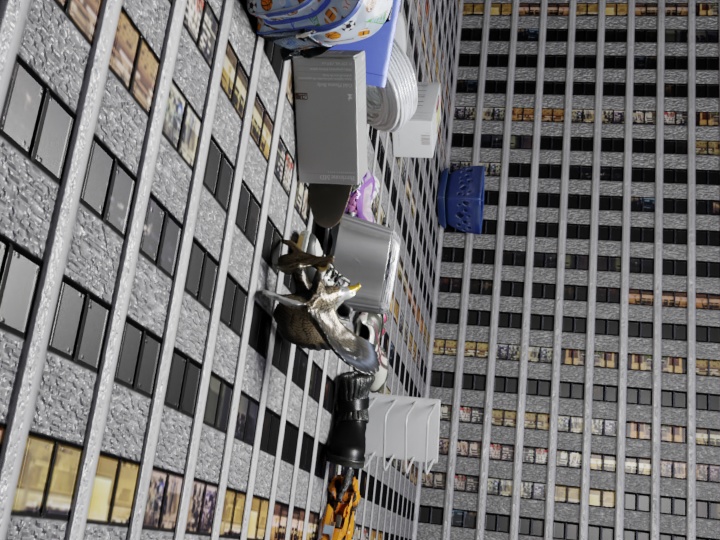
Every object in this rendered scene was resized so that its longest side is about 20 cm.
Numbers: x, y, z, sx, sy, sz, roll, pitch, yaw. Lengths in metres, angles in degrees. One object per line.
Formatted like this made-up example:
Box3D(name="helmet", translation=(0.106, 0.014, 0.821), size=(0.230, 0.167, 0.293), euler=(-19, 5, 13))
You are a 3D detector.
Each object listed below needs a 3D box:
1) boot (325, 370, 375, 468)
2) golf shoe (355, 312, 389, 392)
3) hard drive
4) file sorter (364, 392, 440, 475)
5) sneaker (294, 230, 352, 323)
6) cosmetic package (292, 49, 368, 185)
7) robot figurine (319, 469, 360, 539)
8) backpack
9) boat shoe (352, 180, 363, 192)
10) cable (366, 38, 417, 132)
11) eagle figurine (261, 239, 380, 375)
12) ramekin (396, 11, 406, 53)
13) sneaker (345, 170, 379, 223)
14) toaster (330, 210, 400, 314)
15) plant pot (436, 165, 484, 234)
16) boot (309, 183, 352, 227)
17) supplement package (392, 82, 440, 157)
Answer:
Box3D(name="boot", translation=(-0.018, 0.290, 1.739), size=(0.211, 0.078, 0.161), euler=(-82, 180, -83))
Box3D(name="golf shoe", translation=(0.015, 0.181, 1.958), size=(0.088, 0.076, 0.204), euler=(-23, 115, -55))
Box3D(name="hard drive", translation=(-0.004, -0.409, 1.416), size=(0.025, 0.129, 0.204), euler=(-131, -131, -68))
Box3D(name="file sorter", translation=(0.065, 0.354, 1.894), size=(0.124, 0.196, 0.142), euler=(-29, 122, -74))
Box3D(name="sneaker", translation=(-0.057, 0.012, 1.456), size=(0.202, 0.086, 0.077), euler=(79, 20, -46))
Box3D(name="cosmetic package", translation=(-0.046, -0.243, 1.392), size=(0.090, 0.104, 0.204), euler=(-60, 149, -67))
Box3D(name="robot figurine", translation=(-0.044, 0.494, 1.735), size=(0.202, 0.057, 0.147), euler=(-73, 163, -49))
Box3D(name="backpack", translation=(-0.048, -0.383, 1.127), size=(0.153, 0.187, 0.205), euler=(-7, 100, -62))
Box3D(name="boat shoe", translation=(-0.026, -0.178, 1.603), size=(0.074, 0.067, 0.202), euler=(81, 17, -47))
Box3D(name="cable", translation=(0.027, -0.343, 1.565), size=(0.069, 0.200, 0.202), euler=(-32, 139, -19))
Box3D(name="eagle figurine", translation=(-0.057, 0.066, 1.301), size=(0.152, 0.148, 0.204), euler=(-87, 169, -66))
Box3D(name="ramekin", translation=(0.037, -0.442, 1.782), size=(0.202, 0.092, 0.207), euler=(3, 90, -79))
Box3D(name="sneaker", translation=(-0.012, -0.132, 1.691), size=(0.089, 0.079, 0.203), euler=(68, 22, -51))
Box3D(name="toaster", translation=(0.000, 0.000, 1.576), size=(0.114, 0.126, 0.204), euler=(52, 48, -86))
Box3D(name="plant pot", translation=(0.395, -0.282, 3.453), size=(0.202, 0.176, 0.202), euler=(81, 17, -47))
Box3D(name="boot", translation=(-0.048, -0.168, 1.511), size=(0.076, 0.072, 0.204), euler=(88, 5, -79))
Box3D(name="supplement package", translation=(0.152, -0.405, 2.343), size=(0.202, 0.107, 0.115), euler=(-75, 164, -47))
